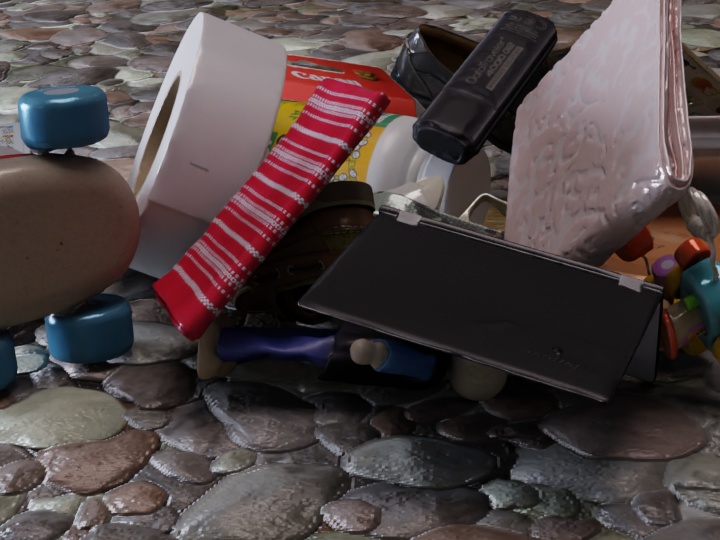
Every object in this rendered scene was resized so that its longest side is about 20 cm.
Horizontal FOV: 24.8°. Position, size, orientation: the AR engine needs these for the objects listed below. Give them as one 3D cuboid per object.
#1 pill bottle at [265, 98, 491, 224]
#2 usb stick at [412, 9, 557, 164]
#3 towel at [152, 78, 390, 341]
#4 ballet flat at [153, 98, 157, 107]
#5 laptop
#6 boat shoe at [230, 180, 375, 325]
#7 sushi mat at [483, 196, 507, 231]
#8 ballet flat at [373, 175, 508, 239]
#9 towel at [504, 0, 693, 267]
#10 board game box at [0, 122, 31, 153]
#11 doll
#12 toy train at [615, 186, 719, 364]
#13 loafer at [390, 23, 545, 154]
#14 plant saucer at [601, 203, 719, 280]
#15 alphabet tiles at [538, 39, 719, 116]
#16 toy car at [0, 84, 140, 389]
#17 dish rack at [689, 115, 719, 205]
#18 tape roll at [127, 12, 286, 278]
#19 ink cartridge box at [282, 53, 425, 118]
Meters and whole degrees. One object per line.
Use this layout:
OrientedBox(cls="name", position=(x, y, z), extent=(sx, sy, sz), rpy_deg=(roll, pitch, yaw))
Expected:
OrientedBox(cls="pill bottle", position=(0.000, -0.074, 1.328), extent=(0.198, 0.114, 0.113), rpy_deg=(11, 24, 29))
OrientedBox(cls="usb stick", position=(0.102, -0.149, 1.301), extent=(0.055, 0.033, 0.200), rpy_deg=(22, 44, 15))
OrientedBox(cls="towel", position=(-0.063, -0.046, 1.083), extent=(0.022, 0.200, 0.145), rpy_deg=(39, 0, -16))
OrientedBox(cls="ballet flat", position=(-0.107, -0.155, 1.602), extent=(0.198, 0.076, 0.068), rpy_deg=(-5, 20, -10))
OrientedBox(cls="laptop", position=(0.080, 0.044, 1.005), extent=(0.186, 0.201, 0.117), rpy_deg=(17, 65, 16))
OrientedBox(cls="boat shoe", position=(-0.047, 0.004, 1.132), extent=(0.071, 0.069, 0.200), rpy_deg=(-3, -17, -23))
OrientedBox(cls="sushi mat", position=(0.153, -0.047, 1.389), extent=(0.198, 0.012, 0.096), rpy_deg=(-2, 22, 0))
OrientedBox(cls="ballet flat", position=(0.070, -0.027, 1.191), extent=(0.198, 0.072, 0.069), rpy_deg=(19, -17, 3))
OrientedBox(cls="towel", position=(0.156, -0.082, 1.094), extent=(0.032, 0.200, 0.193), rpy_deg=(19, 55, -17))
OrientedBox(cls="board game box", position=(-0.358, -0.048, 1.301), extent=(0.198, 0.104, 0.105), rpy_deg=(-5, 21, -10))
OrientedBox(cls="doll", position=(-0.001, 0.055, 1.078), extent=(0.198, 0.049, 0.136), rpy_deg=(4, 0, 10))
OrientedBox(cls="toy train", position=(0.191, -0.003, 1.084), extent=(0.055, 0.151, 0.200), rpy_deg=(-29, 10, -4))
OrientedBox(cls="loafer", position=(0.123, -0.149, 1.384), extent=(0.198, 0.073, 0.073), rpy_deg=(16, 55, -1))
OrientedBox(cls="plant saucer", position=(0.228, -0.014, 1.254), extent=(0.198, 0.033, 0.201), rpy_deg=(-2, 25, 1))
OrientedBox(cls="alphabet tiles", position=(0.234, -0.141, 1.382), extent=(0.199, 0.167, 0.008), rpy_deg=(-11, 47, 57))
OrientedBox(cls="toy car", position=(-0.270, -0.034, 1.157), extent=(0.176, 0.186, 0.199), rpy_deg=(-16, 19, -32))
OrientedBox(cls="dish rack", position=(0.246, -0.084, 1.324), extent=(0.198, 0.044, 0.172), rpy_deg=(-1, -11, 1))
OrientedBox(cls="tape roll", position=(-0.124, -0.090, 1.243), extent=(0.070, 0.204, 0.203), rpy_deg=(20, 16, -14))
OrientedBox(cls="ink cartridge box", position=(-0.015, -0.124, 1.406), extent=(0.159, 0.048, 0.200), rpy_deg=(12, -13, 29))
